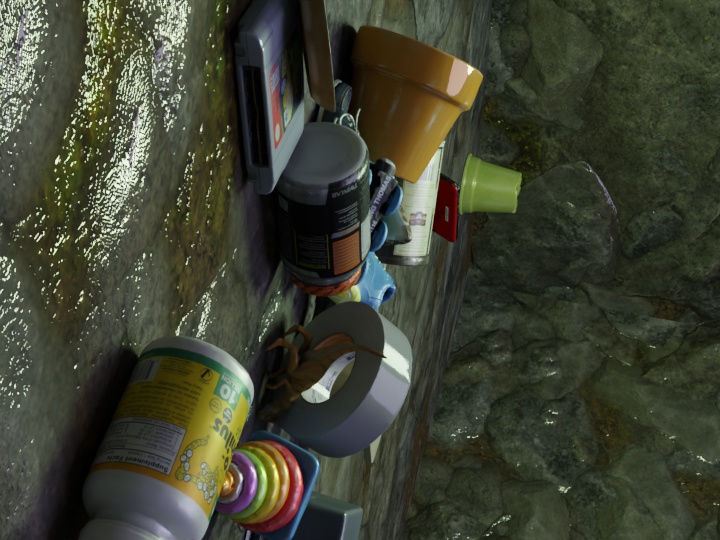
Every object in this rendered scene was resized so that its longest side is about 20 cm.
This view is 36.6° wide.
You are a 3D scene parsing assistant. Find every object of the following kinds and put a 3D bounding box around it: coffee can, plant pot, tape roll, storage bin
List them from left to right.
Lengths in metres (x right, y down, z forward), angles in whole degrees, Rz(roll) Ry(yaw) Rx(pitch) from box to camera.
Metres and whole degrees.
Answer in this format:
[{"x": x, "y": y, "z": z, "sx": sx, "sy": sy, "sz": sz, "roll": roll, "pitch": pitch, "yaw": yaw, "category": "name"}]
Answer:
[{"x": -0.074, "y": 0.363, "z": 1.577, "sx": 0.200, "sy": 0.132, "sz": 0.148, "roll": 50, "pitch": 51, "yaw": -77, "category": "storage bin"}, {"x": -0.055, "y": -0.278, "z": 1.221, "sx": 0.200, "sy": 0.027, "sz": 0.204, "roll": 172, "pitch": -90, "yaw": -87, "category": "plant pot"}, {"x": -0.025, "y": 0.145, "z": 1.464, "sx": 0.066, "sy": 0.198, "sz": 0.203, "roll": 38, "pitch": 55, "yaw": -36, "category": "tape roll"}, {"x": 0.055, "y": -0.122, "z": 1.787, "sx": 0.146, "sy": 0.143, "sz": 0.204, "roll": -33, "pitch": 132, "yaw": -75, "category": "coffee can"}, {"x": 0.059, "y": -0.237, "z": 1.618, "sx": 0.200, "sy": 0.197, "sz": 0.186, "roll": -2, "pitch": 114, "yaw": -79, "category": "plant pot"}, {"x": 0.426, "y": -0.268, "z": 3.541, "sx": 0.200, "sy": 0.181, "sz": 0.205, "roll": 10, "pitch": 90, "yaw": -79, "category": "plant pot"}]

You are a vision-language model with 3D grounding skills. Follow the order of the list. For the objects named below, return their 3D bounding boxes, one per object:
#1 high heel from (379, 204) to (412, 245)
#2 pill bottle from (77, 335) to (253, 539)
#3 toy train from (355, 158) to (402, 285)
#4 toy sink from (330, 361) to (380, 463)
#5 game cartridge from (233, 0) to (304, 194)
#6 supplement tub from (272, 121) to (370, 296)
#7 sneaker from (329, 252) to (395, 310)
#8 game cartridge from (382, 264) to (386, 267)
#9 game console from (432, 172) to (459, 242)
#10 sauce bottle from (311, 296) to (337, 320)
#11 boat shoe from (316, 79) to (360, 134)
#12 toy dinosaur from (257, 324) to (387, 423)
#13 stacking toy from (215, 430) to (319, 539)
[{"x": 0.054, "y": -0.065, "z": 1.615, "sx": 0.142, "sy": 0.200, "sz": 0.072, "roll": 32, "pitch": 95, "yaw": -39, "category": "high heel"}, {"x": -0.171, "y": 0.168, "z": 0.935, "sx": 0.114, "sy": 0.111, "sz": 0.202, "roll": 87, "pitch": 17, "yaw": -51, "category": "pill bottle"}, {"x": -0.017, "y": -0.067, "z": 1.520, "sx": 0.114, "sy": 0.086, "sz": 0.203, "roll": 24, "pitch": -92, "yaw": 58, "category": "toy train"}, {"x": -0.024, "y": 0.189, "z": 1.746, "sx": 0.131, "sy": 0.110, "sz": 0.203, "roll": -68, "pitch": 159, "yaw": -48, "category": "toy sink"}, {"x": -0.096, "y": -0.203, "z": 1.195, "sx": 0.134, "sy": 0.040, "sz": 0.203, "roll": -75, "pitch": 167, "yaw": -47, "category": "game cartridge"}, {"x": -0.047, "y": -0.071, "z": 1.352, "sx": 0.202, "sy": 0.120, "sz": 0.124, "roll": 90, "pitch": 15, "yaw": -45, "category": "supplement tub"}, {"x": 0.000, "y": 0.000, "z": 1.644, "sx": 0.076, "sy": 0.104, "sz": 0.201, "roll": -46, "pitch": -161, "yaw": 31, "category": "sneaker"}, {"x": 0.018, "y": 0.008, "z": 2.013, "sx": 0.133, "sy": 0.041, "sz": 0.204, "roll": 15, "pitch": 85, "yaw": -75, "category": "game cartridge"}, {"x": 0.189, "y": -0.198, "z": 2.539, "sx": 0.119, "sy": 0.171, "sz": 0.202, "roll": -43, "pitch": 151, "yaw": -26, "category": "game console"}, {"x": -0.068, "y": 0.133, "z": 1.596, "sx": 0.066, "sy": 0.065, "sz": 0.204, "roll": 66, "pitch": 33, "yaw": -72, "category": "sauce bottle"}, {"x": -0.035, "y": -0.178, "z": 1.479, "sx": 0.076, "sy": 0.061, "sz": 0.202, "roll": 85, "pitch": 18, "yaw": -49, "category": "boat shoe"}, {"x": -0.063, "y": 0.121, "z": 1.429, "sx": 0.199, "sy": 0.107, "sz": 0.060, "roll": -39, "pitch": 180, "yaw": 20, "category": "toy dinosaur"}, {"x": -0.140, "y": 0.246, "z": 1.251, "sx": 0.118, "sy": 0.108, "sz": 0.200, "roll": -68, "pitch": 157, "yaw": -3, "category": "stacking toy"}]
